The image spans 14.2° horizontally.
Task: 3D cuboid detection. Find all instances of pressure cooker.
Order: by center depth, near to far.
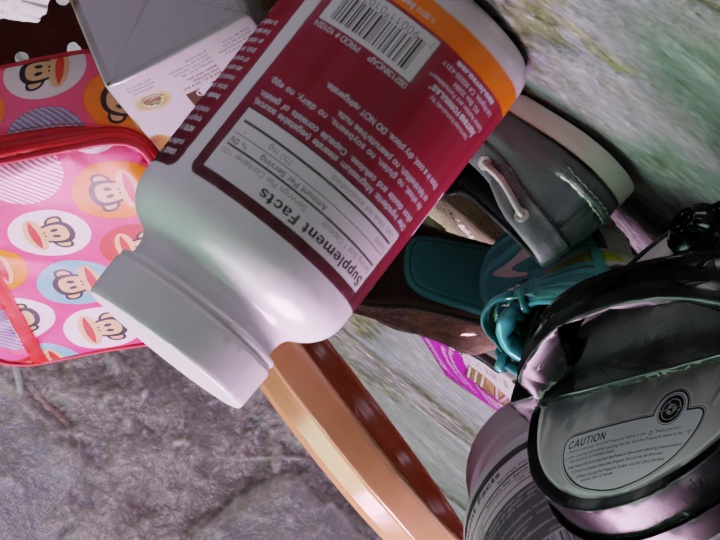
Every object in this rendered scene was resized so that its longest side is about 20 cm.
[{"bbox_3d":[0.164,0.065,1.163,0.200,0.176,0.179,42,-167,-24],"label":"pressure cooker"}]

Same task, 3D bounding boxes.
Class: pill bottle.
[{"bbox_3d":[-0.026,-0.043,1.279,0.113,0.200,0.113,37,172,6],"label":"pill bottle"},{"bbox_3d":[0.110,0.138,1.346,0.116,0.116,0.200,41,-166,-21],"label":"pill bottle"}]

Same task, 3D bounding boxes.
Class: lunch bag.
[{"bbox_3d":[-0.175,-0.030,1.567,0.176,0.082,0.200,-9,144,9],"label":"lunch bag"}]

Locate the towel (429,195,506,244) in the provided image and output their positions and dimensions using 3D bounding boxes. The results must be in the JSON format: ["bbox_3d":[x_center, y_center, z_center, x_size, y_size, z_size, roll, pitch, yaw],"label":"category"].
[{"bbox_3d":[0.091,-0.014,1.519,0.200,0.036,0.148,44,169,-36],"label":"towel"}]

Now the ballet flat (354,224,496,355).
[{"bbox_3d":[0.000,0.000,1.445,0.200,0.068,0.067,24,151,-25],"label":"ballet flat"}]

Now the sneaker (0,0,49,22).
[{"bbox_3d":[-0.182,-0.198,1.404,0.076,0.081,0.200,9,150,9],"label":"sneaker"}]

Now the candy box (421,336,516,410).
[{"bbox_3d":[0.130,0.073,1.749,0.200,0.061,0.136,34,170,24],"label":"candy box"}]

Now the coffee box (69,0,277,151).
[{"bbox_3d":[-0.071,-0.103,1.433,0.114,0.080,0.200,67,-172,31],"label":"coffee box"}]

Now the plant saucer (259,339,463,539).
[{"bbox_3d":[-0.014,0.071,1.438,0.200,0.032,0.200,53,-178,-3],"label":"plant saucer"}]

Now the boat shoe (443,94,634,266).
[{"bbox_3d":[0.038,-0.065,1.371,0.200,0.062,0.073,32,170,35],"label":"boat shoe"}]

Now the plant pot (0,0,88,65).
[{"bbox_3d":[-0.196,-0.119,1.686,0.201,0.201,0.195,38,164,-2],"label":"plant pot"}]

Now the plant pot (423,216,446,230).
[{"bbox_3d":[-0.029,-0.046,1.665,0.201,0.093,0.201,38,173,6],"label":"plant pot"}]

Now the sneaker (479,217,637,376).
[{"bbox_3d":[0.093,0.017,1.347,0.080,0.078,0.200,-4,-168,-16],"label":"sneaker"}]
